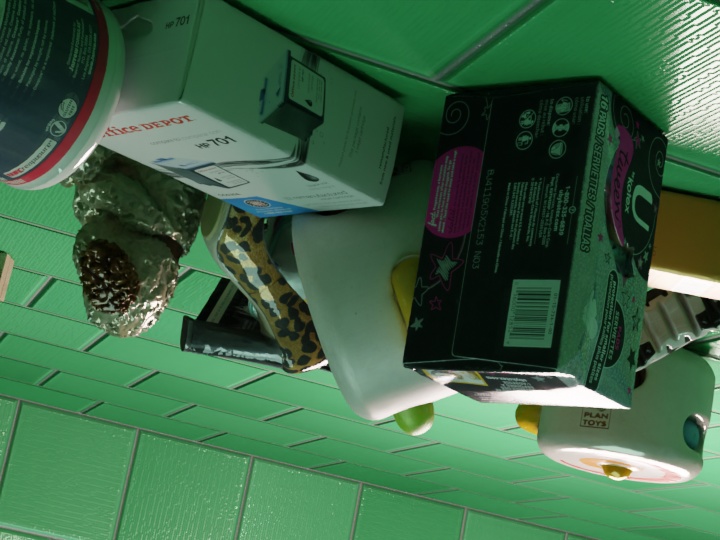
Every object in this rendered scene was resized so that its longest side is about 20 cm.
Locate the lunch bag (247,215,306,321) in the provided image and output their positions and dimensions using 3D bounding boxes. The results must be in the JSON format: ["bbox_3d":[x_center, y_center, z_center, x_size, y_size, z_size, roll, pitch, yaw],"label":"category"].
[{"bbox_3d":[0.000,0.000,1.427,0.198,0.078,0.161,15,140,-10],"label":"lunch bag"}]

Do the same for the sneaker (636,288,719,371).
[{"bbox_3d":[0.255,0.053,1.444,0.198,0.067,0.090,-24,171,7],"label":"sneaker"}]

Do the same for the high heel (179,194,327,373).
[{"bbox_3d":[-0.063,-0.015,1.341,0.141,0.202,0.071,10,-165,-19],"label":"high heel"}]

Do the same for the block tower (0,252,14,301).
[{"bbox_3d":[-0.527,-0.006,1.968,0.197,0.059,0.054,11,165,5],"label":"block tower"}]

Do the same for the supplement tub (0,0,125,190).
[{"bbox_3d":[-0.264,-0.147,1.038,0.139,0.142,0.199,-3,160,44],"label":"supplement tub"}]

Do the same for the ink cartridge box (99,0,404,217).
[{"bbox_3d":[-0.090,-0.113,1.152,0.199,0.087,0.145,22,162,-41],"label":"ink cartridge box"}]

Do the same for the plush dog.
[{"bbox_3d":[-0.190,-0.027,1.379,0.158,0.174,0.200,10,165,3],"label":"plush dog"}]

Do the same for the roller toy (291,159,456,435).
[{"bbox_3d":[0.035,0.012,1.259,0.138,0.184,0.200,-19,149,5],"label":"roller toy"}]

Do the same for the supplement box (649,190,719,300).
[{"bbox_3d":[0.211,-0.029,1.275,0.197,0.067,0.069,12,168,-1],"label":"supplement box"}]

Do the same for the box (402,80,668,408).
[{"bbox_3d":[0.126,-0.014,1.122,0.131,0.203,0.114,0,164,37],"label":"box"}]

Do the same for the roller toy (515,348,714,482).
[{"bbox_3d":[0.285,0.157,1.752,0.198,0.141,0.182,16,165,-15],"label":"roller toy"}]

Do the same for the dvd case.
[{"bbox_3d":[-0.048,0.058,1.490,0.198,0.016,0.149,16,-163,1],"label":"dvd case"}]
